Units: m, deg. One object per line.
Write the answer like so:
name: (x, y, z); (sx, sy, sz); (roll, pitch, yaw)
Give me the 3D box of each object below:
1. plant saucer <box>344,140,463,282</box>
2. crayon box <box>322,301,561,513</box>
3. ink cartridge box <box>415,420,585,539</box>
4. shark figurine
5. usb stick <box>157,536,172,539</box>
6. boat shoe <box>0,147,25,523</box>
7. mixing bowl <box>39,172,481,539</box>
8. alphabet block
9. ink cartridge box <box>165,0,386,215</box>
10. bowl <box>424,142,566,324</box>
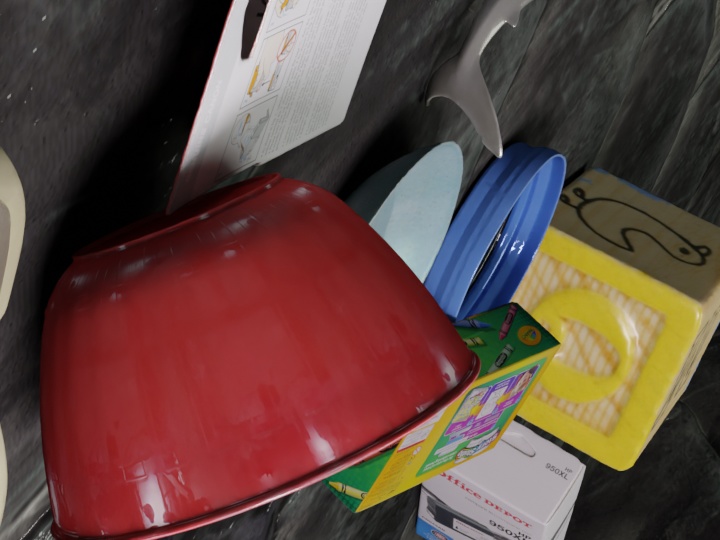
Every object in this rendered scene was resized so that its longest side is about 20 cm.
plant saucer: (0.000, 0.000, 1.096); (0.201, 0.039, 0.201); (-54, 162, -26)
crayon box: (0.061, 0.103, 1.331); (0.200, 0.058, 0.119); (-16, 143, -52)
ink cartridge box: (0.140, 0.236, 1.767); (0.084, 0.144, 0.200); (-53, 162, -27)
shark figurine: (0.125, -0.177, 1.103); (0.215, 0.089, 0.128); (-50, 160, -42)
usb stick: (-0.131, 0.180, 0.998); (0.200, 0.033, 0.056); (101, 16, -48)
boat shoe: (-0.166, 0.045, 0.586); (0.068, 0.075, 0.201); (-33, 141, -49)
mixing bowl: (-0.060, 0.026, 0.732); (0.199, 0.109, 0.200); (-22, -171, 3)
alphabet block: (0.240, 0.042, 1.665); (0.200, 0.195, 0.197); (-37, 150, -59)
ink cartridge box: (-0.030, -0.138, 0.748); (0.174, 0.043, 0.201); (-35, 150, -58)
bowl: (0.105, -0.015, 1.410); (0.201, 0.039, 0.201); (-55, 164, -24)
